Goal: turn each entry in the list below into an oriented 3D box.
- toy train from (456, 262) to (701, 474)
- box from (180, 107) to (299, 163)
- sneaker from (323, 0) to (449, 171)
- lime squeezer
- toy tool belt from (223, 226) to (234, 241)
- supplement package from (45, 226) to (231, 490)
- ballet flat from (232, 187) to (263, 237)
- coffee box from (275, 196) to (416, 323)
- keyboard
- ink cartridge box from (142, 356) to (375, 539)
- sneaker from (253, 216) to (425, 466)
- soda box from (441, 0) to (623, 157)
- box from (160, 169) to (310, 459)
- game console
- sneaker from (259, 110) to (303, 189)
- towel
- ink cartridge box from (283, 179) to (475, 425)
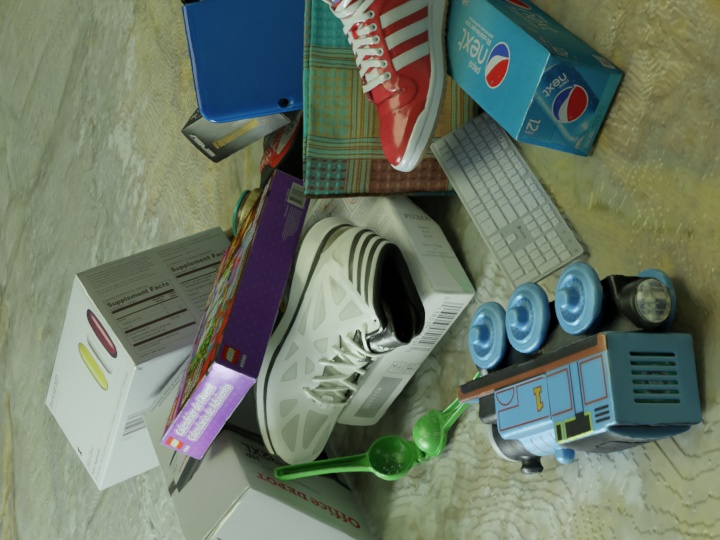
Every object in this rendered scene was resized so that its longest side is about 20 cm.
[{"bbox_3d":[0.136,0.066,1.089,0.200,0.086,0.115,-28,61,58],"label":"toy train"},{"bbox_3d":[-0.066,-0.203,1.546,0.158,0.048,0.201,-20,34,57],"label":"box"},{"bbox_3d":[0.007,-0.180,1.267,0.071,0.112,0.202,-21,61,61],"label":"sneaker"},{"bbox_3d":[0.033,0.126,1.303,0.199,0.071,0.038,-28,35,22],"label":"lime squeezer"},{"bbox_3d":[-0.178,0.050,1.738,0.201,0.124,0.123,-61,-2,27],"label":"toy tool belt"},{"bbox_3d":[-0.187,0.081,1.550,0.111,0.155,0.201,52,143,25],"label":"supplement package"},{"bbox_3d":[-0.083,-0.015,1.580,0.200,0.070,0.071,94,176,-69],"label":"ballet flat"},{"bbox_3d":[-0.016,-0.002,1.473,0.201,0.044,0.123,-66,30,27],"label":"coffee box"},{"bbox_3d":[0.105,-0.055,1.243,0.011,0.056,0.201,63,-179,-39],"label":"keyboard"},{"bbox_3d":[-0.087,0.177,1.419,0.084,0.145,0.200,-51,33,13],"label":"ink cartridge box"},{"bbox_3d":[-0.016,0.065,1.295,0.115,0.075,0.203,21,99,54],"label":"sneaker"},{"bbox_3d":[0.113,-0.157,1.244,0.068,0.064,0.200,-69,26,20],"label":"soda box"},{"bbox_3d":[-0.099,0.035,1.355,0.137,0.039,0.201,126,164,-49],"label":"box"},{"bbox_3d":[-0.054,-0.226,1.461,0.171,0.198,0.119,-104,5,-63],"label":"game console"},{"bbox_3d":[-0.031,-0.156,1.539,0.202,0.067,0.109,-49,29,37],"label":"sneaker"},{"bbox_3d":[0.024,-0.155,1.356,0.022,0.145,0.202,71,-161,-68],"label":"towel"},{"bbox_3d":[0.000,0.000,1.384,0.161,0.050,0.201,-55,43,33],"label":"ink cartridge box"}]
